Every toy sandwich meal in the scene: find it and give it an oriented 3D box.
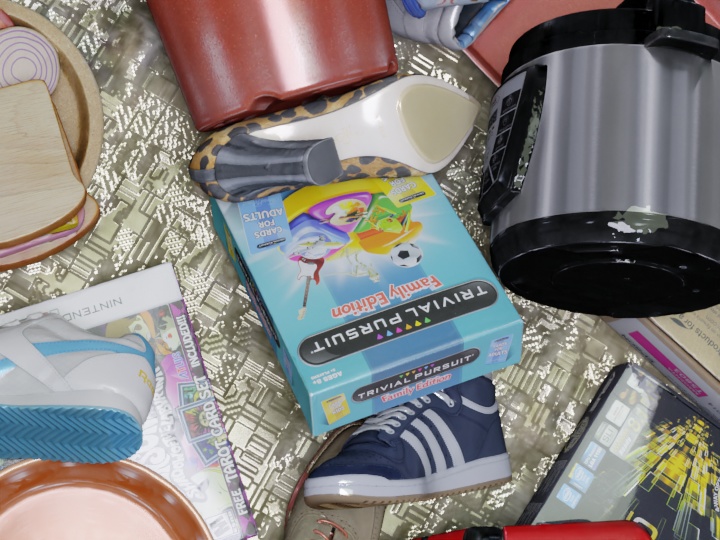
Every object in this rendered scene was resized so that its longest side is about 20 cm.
[{"bbox_3d":[-0.266,-0.098,1.032,0.203,0.070,0.207,2,81,-11],"label":"toy sandwich meal"}]

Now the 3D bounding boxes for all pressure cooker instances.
[{"bbox_3d":[0.174,-0.083,1.012,0.175,0.178,0.202,-5,70,32],"label":"pressure cooker"}]

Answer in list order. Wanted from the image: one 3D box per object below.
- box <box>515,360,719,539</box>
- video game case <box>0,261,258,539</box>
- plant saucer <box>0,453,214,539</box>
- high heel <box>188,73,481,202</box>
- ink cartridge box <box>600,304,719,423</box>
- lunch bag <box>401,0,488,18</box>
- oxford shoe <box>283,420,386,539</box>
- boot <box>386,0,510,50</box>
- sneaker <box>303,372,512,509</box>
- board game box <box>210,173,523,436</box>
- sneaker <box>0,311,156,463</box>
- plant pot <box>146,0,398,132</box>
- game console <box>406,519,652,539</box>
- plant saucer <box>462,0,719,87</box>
[{"bbox_3d":[0.203,0.193,1.095,0.161,0.049,0.201,35,77,-1],"label":"box"},{"bbox_3d":[-0.184,0.115,1.033,0.180,0.036,0.202,-17,85,-12],"label":"video game case"},{"bbox_3d":[-0.186,0.219,0.984,0.198,0.032,0.202,1,84,-10],"label":"plant saucer"},{"bbox_3d":[-0.019,-0.094,1.054,0.199,0.142,0.072,-22,106,-43],"label":"high heel"},{"bbox_3d":[0.293,0.023,1.126,0.200,0.075,0.165,42,77,-2],"label":"ink cartridge box"},{"bbox_3d":[0.041,-0.286,1.016,0.075,0.160,0.202,-11,62,19],"label":"lunch bag"},{"bbox_3d":[-0.023,0.197,1.033,0.070,0.075,0.201,22,77,-6],"label":"oxford shoe"},{"bbox_3d":[0.095,-0.247,1.111,0.095,0.074,0.201,27,81,38],"label":"boot"},{"bbox_3d":[0.029,0.101,1.024,0.199,0.070,0.110,1,82,-51],"label":"sneaker"},{"bbox_3d":[0.000,0.000,1.031,0.150,0.047,0.201,-18,51,-14],"label":"board game box"},{"bbox_3d":[-0.230,0.071,0.981,0.198,0.077,0.081,8,46,3],"label":"sneaker"},{"bbox_3d":[-0.069,-0.208,1.038,0.199,0.201,0.197,-18,93,-14],"label":"plant pot"},{"bbox_3d":[0.105,0.278,1.018,0.118,0.172,0.202,10,69,-37],"label":"game console"},{"bbox_3d":[0.196,-0.170,1.157,0.200,0.037,0.200,45,75,-2],"label":"plant saucer"}]
